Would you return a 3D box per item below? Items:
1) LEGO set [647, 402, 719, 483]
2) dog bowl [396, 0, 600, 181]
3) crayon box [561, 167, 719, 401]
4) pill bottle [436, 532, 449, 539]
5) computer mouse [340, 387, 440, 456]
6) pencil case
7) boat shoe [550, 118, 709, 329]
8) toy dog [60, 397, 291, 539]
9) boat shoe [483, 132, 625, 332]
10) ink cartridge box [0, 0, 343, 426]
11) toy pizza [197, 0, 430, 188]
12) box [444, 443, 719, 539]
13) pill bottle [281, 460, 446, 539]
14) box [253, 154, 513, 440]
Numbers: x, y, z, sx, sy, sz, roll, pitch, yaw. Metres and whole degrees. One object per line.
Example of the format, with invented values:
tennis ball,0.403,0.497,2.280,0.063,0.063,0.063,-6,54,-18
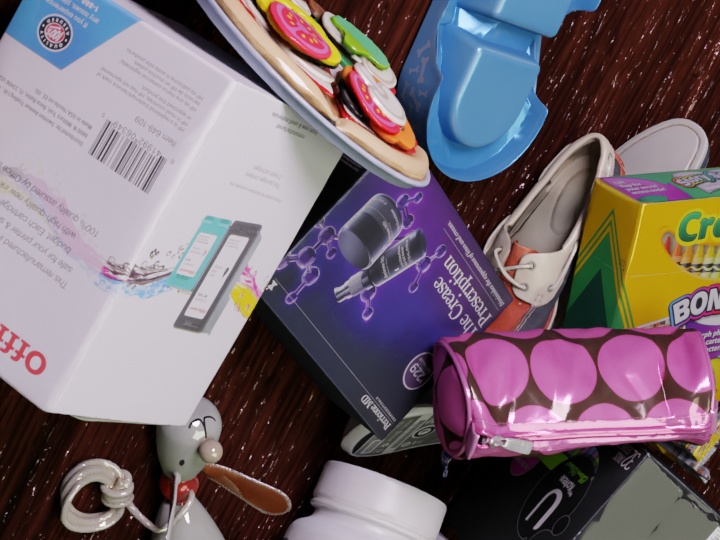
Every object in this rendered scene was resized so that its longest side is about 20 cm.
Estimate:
LEGO set,0.276,0.073,1.574,0.200,0.116,0.154,-43,137,-12
dog bowl,0.091,-0.159,1.302,0.111,0.050,0.200,10,108,-46
crayon box,0.246,0.013,1.436,0.200,0.058,0.173,-7,119,-34
pill bottle,0.019,0.295,1.491,0.200,0.113,0.113,-52,139,-3
computer mouse,0.067,0.095,1.442,0.200,0.044,0.110,-3,151,-38
pencil case,0.148,0.087,1.326,0.200,0.094,0.091,-4,116,-16
boat shoe,0.198,-0.023,1.471,0.062,0.075,0.200,31,95,-47
toy dog,-0.107,0.190,1.317,0.132,0.096,0.200,-37,136,-19
boat shoe,0.124,-0.011,1.410,0.200,0.071,0.063,-52,154,-11
ink cartridge box,-0.135,-0.036,1.081,0.200,0.147,0.146,-59,155,7
toy pizza,-0.025,-0.126,1.105,0.032,0.200,0.200,-44,140,13
box,0.174,0.195,1.452,0.124,0.200,0.149,41,90,-17
pill bottle,-0.016,0.245,1.394,0.113,0.113,0.200,35,72,-49
box,0.000,0.000,1.306,0.141,0.079,0.200,-45,138,-6
